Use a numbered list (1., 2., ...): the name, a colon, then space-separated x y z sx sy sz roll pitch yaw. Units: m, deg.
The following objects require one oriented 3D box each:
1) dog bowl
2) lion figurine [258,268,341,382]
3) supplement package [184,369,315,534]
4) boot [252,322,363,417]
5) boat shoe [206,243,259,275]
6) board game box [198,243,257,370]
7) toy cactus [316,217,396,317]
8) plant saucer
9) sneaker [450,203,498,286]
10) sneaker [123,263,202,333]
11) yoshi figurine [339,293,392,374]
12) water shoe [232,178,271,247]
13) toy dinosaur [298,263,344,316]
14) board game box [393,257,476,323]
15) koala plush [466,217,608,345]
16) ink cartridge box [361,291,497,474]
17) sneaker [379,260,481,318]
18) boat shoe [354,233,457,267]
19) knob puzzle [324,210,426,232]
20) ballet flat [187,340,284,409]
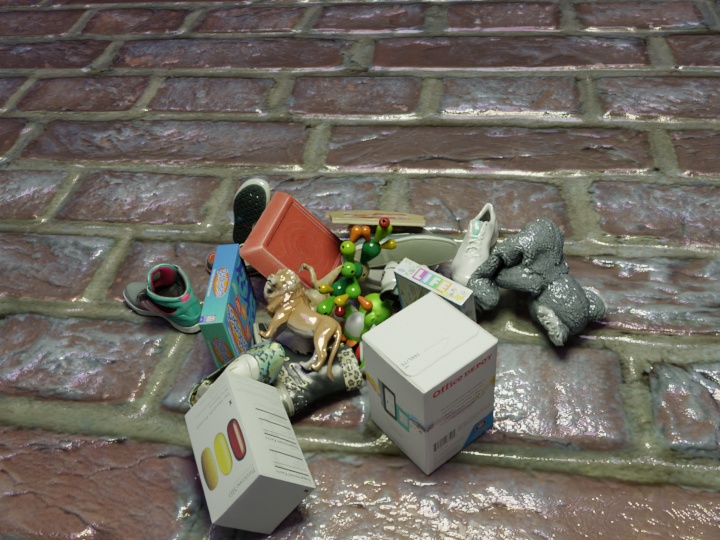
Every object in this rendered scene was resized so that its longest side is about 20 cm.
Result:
1. dog bowl: 0.063 -0.011 1.433 0.199 0.059 0.201 -3 42 3
2. lion figurine: -0.091 0.087 1.209 0.200 0.073 0.123 32 72 18
3. supplement package: -0.167 0.266 1.083 0.114 0.109 0.200 -48 42 15
4. boot: -0.097 0.154 1.264 0.153 0.074 0.204 -16 44 -16
5. boat shoe: -0.219 -0.026 1.482 0.199 0.063 0.071 1 44 10
6. board game box: -0.231 0.074 1.303 0.045 0.153 0.201 -5 42 6
7. toy cactus: 0.000 0.000 1.285 0.102 0.165 0.201 26 92 5
8. plant saucer: -0.111 -0.039 1.402 0.037 0.200 0.200 -32 24 40
9. sneaker: 0.225 -0.054 1.438 0.075 0.089 0.200 11 45 16
10. sneaker: -0.385 0.037 1.388 0.199 0.121 0.084 19 47 26
11. yoshi figurine: 0.037 0.106 1.280 0.112 0.113 0.200 -10 37 -28
12. water shoe: -0.218 -0.128 1.495 0.071 0.200 0.079 27 48 0
13. toy dinosaur: -0.081 0.039 1.326 0.101 0.058 0.200 39 42 -18
14. board game box: 0.129 0.081 1.214 0.134 0.200 0.034 28 60 32
15. koala plush: 0.326 0.032 1.283 0.177 0.184 0.200 -19 63 -36
16. ink cartridge box: 0.107 0.170 1.119 0.146 0.201 0.146 -30 47 -25
17. sneaker: 0.130 0.032 1.311 0.199 0.074 0.089 20 51 -19
18. boat shoe: 0.083 -0.050 1.378 0.199 0.073 0.062 -4 42 12
19. knob puzzle: 0.028 -0.096 1.441 0.218 0.031 0.220 2 10 0
20. ballet flat: -0.205 0.179 1.180 0.200 0.074 0.074 -38 33 27
